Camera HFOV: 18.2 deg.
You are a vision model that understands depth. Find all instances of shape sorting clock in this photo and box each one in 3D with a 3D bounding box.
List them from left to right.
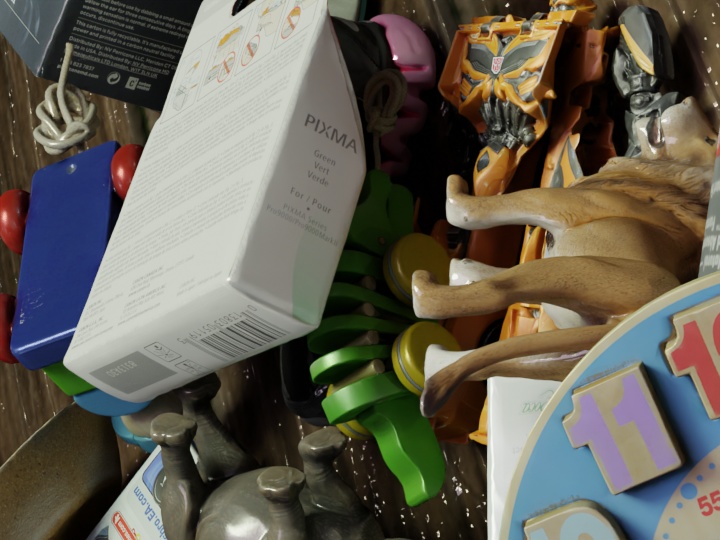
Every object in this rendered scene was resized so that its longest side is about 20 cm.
[{"bbox_3d":[0.138,0.094,0.662,0.199,0.039,0.201,1,95,15],"label":"shape sorting clock"}]

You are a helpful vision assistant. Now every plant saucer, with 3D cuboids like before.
[{"bbox_3d":[-0.177,0.155,1.140,0.035,0.200,0.201,35,115,8],"label":"plant saucer"}]

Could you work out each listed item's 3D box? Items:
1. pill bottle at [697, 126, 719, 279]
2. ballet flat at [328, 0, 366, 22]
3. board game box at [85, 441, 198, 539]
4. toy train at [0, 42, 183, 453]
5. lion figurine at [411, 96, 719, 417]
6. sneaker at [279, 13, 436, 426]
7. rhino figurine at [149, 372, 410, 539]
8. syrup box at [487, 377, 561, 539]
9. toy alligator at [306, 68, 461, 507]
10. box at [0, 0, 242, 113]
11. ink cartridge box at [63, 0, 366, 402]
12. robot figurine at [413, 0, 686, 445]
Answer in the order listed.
[{"bbox_3d":[0.163,0.035,0.736,0.116,0.116,0.201,3,83,55],"label":"pill bottle"},{"bbox_3d":[-0.044,-0.079,1.120,0.067,0.063,0.201,6,84,59],"label":"ballet flat"},{"bbox_3d":[-0.089,0.208,1.049,0.196,0.056,0.200,-52,40,9],"label":"board game box"},{"bbox_3d":[-0.120,-0.012,1.136,0.084,0.116,0.201,-19,44,19],"label":"toy train"},{"bbox_3d":[0.087,0.004,0.801,0.200,0.122,0.073,-72,-18,-61],"label":"lion figurine"},{"bbox_3d":[-0.026,-0.029,1.051,0.079,0.095,0.201,-8,74,52],"label":"sneaker"},{"bbox_3d":[-0.020,0.114,0.943,0.200,0.060,0.088,23,130,46],"label":"rhino figurine"},{"bbox_3d":[0.092,0.136,0.815,0.081,0.079,0.201,-4,72,16],"label":"syrup box"},{"bbox_3d":[0.000,0.000,0.935,0.059,0.054,0.201,-34,54,46],"label":"toy alligator"},{"bbox_3d":[-0.137,-0.216,1.265,0.200,0.104,0.183,47,116,50],"label":"box"},{"bbox_3d":[-0.048,-0.052,0.974,0.161,0.050,0.201,-25,40,56],"label":"ink cartridge box"},{"bbox_3d":[0.068,-0.024,0.945,0.145,0.058,0.201,4,83,55],"label":"robot figurine"}]
